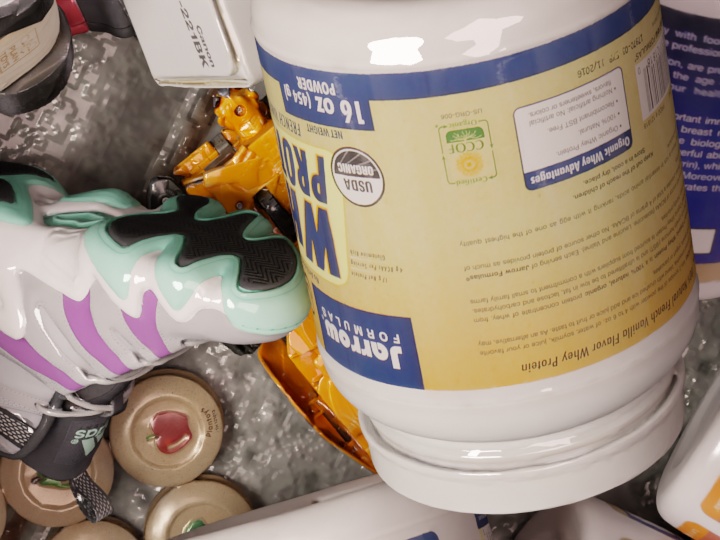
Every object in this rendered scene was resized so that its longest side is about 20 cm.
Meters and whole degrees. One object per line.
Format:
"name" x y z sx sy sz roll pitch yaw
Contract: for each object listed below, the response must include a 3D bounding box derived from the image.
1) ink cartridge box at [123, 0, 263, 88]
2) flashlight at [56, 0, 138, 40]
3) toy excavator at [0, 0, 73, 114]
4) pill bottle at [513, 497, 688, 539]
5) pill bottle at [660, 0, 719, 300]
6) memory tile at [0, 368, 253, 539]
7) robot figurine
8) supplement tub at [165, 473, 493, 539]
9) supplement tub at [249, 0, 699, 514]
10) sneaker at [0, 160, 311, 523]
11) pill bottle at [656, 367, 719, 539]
"ink cartridge box" -0.010 -0.174 1.004 0.200 0.084 0.145 -28 106 -27
"flashlight" -0.156 -0.084 1.033 0.200 0.068 0.068 -27 106 -4
"toy excavator" -0.180 -0.154 0.971 0.194 0.100 0.200 -38 78 -10
"pill bottle" 0.156 0.185 1.125 0.200 0.111 0.111 26 95 -14
"pill bottle" 0.131 -0.097 1.003 0.115 0.116 0.200 -1 128 -11
"memory tile" -0.108 0.154 1.116 0.153 0.017 0.200 -20 104 -7
"robot figurine" 0.000 0.000 1.086 0.145 0.058 0.200 -38 106 -2
"supplement tub" 0.003 0.189 1.025 0.145 0.145 0.200 -16 87 -8
"supplement tub" 0.046 -0.027 0.930 0.144 0.144 0.200 -15 115 -8
"sneaker" -0.099 0.040 1.028 0.078 0.200 0.140 -19 116 -46
"pill bottle" 0.237 0.106 1.101 0.200 0.112 0.112 30 94 2
